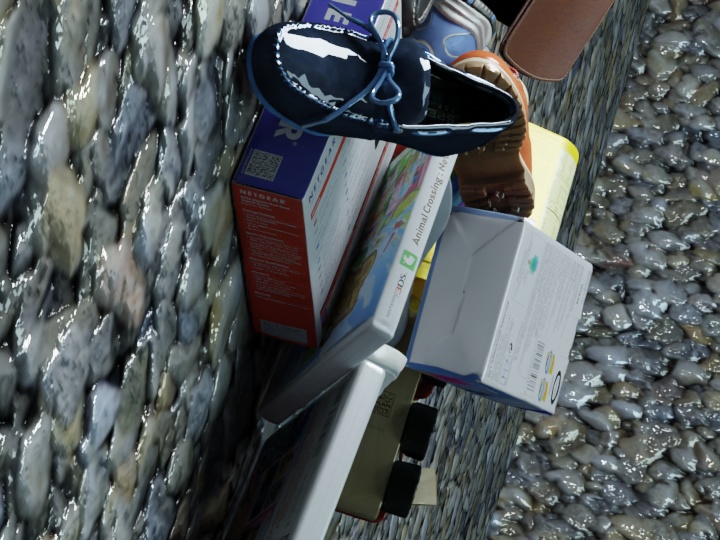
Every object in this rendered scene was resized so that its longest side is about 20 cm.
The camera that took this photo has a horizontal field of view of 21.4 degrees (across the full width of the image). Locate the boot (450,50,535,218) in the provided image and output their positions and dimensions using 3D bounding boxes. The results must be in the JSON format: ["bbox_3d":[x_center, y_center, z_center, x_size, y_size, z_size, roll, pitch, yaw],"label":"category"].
[{"bbox_3d":[0.099,-0.131,1.514,0.200,0.074,0.108,71,21,-61],"label":"boot"}]

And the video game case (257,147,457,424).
[{"bbox_3d":[0.000,0.000,1.343,0.200,0.022,0.183,-40,-155,57],"label":"video game case"}]

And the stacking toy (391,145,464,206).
[{"bbox_3d":[0.050,-0.093,1.560,0.200,0.085,0.086,53,53,-71],"label":"stacking toy"}]

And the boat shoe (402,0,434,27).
[{"bbox_3d":[0.072,-0.269,1.471,0.074,0.060,0.201,87,21,-60],"label":"boat shoe"}]

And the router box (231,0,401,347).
[{"bbox_3d":[-0.023,-0.081,1.274,0.180,0.048,0.201,87,21,-57],"label":"router box"}]

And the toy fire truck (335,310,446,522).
[{"bbox_3d":[0.028,0.138,1.676,0.200,0.127,0.178,109,-2,-77],"label":"toy fire truck"}]

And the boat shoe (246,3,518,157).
[{"bbox_3d":[0.018,-0.121,1.166,0.199,0.068,0.085,3,79,-46],"label":"boat shoe"}]

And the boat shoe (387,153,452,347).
[{"bbox_3d":[0.022,-0.025,1.519,0.067,0.069,0.201,-109,-157,-46],"label":"boat shoe"}]

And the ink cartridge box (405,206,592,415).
[{"bbox_3d":[0.124,0.039,1.581,0.200,0.076,0.138,26,79,-59],"label":"ink cartridge box"}]

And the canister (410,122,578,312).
[{"bbox_3d":[0.112,-0.042,1.749,0.087,0.147,0.201,119,-9,-61],"label":"canister"}]

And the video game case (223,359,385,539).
[{"bbox_3d":[-0.058,0.175,1.299,0.182,0.024,0.201,-43,-158,57],"label":"video game case"}]

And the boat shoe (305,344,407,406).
[{"bbox_3d":[-0.015,0.087,1.474,0.200,0.071,0.069,138,-24,-77],"label":"boat shoe"}]

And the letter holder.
[{"bbox_3d":[0.151,-0.258,1.712,0.143,0.100,0.200,-59,160,10],"label":"letter holder"}]

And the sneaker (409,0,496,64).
[{"bbox_3d":[0.067,-0.172,1.597,0.077,0.075,0.200,-51,164,-9],"label":"sneaker"}]
